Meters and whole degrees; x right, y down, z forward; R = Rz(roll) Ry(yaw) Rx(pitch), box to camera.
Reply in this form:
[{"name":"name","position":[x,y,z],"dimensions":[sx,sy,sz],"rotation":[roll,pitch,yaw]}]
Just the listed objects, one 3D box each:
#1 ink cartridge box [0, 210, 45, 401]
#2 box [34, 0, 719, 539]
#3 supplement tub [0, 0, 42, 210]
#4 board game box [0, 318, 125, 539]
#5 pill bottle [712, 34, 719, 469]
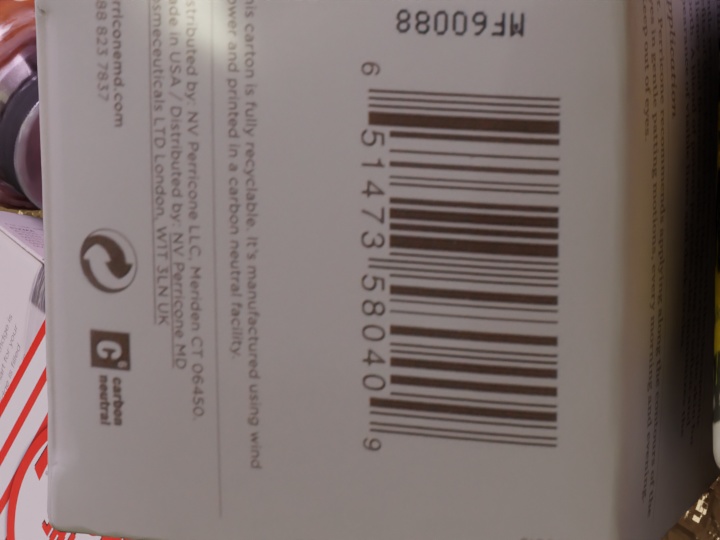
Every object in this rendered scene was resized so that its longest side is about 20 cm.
[{"name":"ink cartridge box","position":[-0.118,0.075,1.319],"dimensions":[0.200,0.083,0.147],"rotation":[35,111,52]},{"name":"box","position":[0.016,-0.020,0.973],"dimensions":[0.200,0.171,0.199],"rotation":[4,103,21]},{"name":"supplement tub","position":[-0.169,-0.096,1.413],"dimensions":[0.200,0.107,0.107],"rotation":[42,117,52]},{"name":"board game box","position":[-0.073,0.082,1.168],"dimensions":[0.151,0.046,0.200],"rotation":[40,114,27]},{"name":"pill bottle","position":[0.165,-0.035,0.908],"dimensions":[0.114,0.114,0.200],"rotation":[-13,72,54]}]
